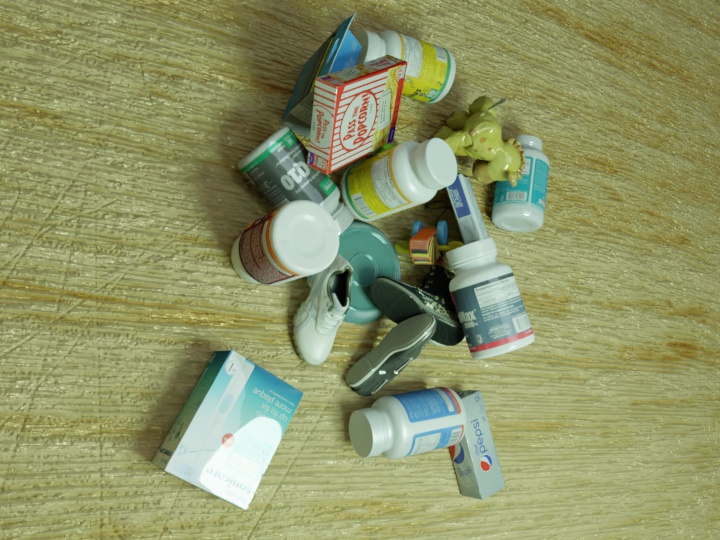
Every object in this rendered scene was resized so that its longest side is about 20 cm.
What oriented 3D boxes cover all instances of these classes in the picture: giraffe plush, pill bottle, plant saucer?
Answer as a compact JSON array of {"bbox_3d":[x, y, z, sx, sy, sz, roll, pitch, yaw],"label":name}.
[{"bbox_3d":[0.261,-0.250,1.293,0.162,0.200,0.173,48,63,-21],"label":"giraffe plush"},{"bbox_3d":[0.069,-0.166,1.139,0.113,0.200,0.113,14,69,-42],"label":"pill bottle"},{"bbox_3d":[0.355,-0.192,1.390,0.111,0.111,0.200,19,73,-28],"label":"pill bottle"},{"bbox_3d":[0.079,-0.408,1.255,0.200,0.113,0.113,6,79,-31],"label":"pill bottle"},{"bbox_3d":[0.228,0.049,1.146,0.120,0.120,0.200,-14,84,-32],"label":"pill bottle"},{"bbox_3d":[0.000,0.000,1.192,0.200,0.027,0.200,6,78,-30],"label":"plant saucer"},{"bbox_3d":[-0.129,-0.037,1.016,0.114,0.200,0.114,6,79,-31],"label":"pill bottle"},{"bbox_3d":[0.084,0.278,1.148,0.200,0.112,0.112,-2,83,-32],"label":"pill bottle"},{"bbox_3d":[-0.108,-0.141,1.097,0.200,0.113,0.113,50,61,-15],"label":"pill bottle"}]

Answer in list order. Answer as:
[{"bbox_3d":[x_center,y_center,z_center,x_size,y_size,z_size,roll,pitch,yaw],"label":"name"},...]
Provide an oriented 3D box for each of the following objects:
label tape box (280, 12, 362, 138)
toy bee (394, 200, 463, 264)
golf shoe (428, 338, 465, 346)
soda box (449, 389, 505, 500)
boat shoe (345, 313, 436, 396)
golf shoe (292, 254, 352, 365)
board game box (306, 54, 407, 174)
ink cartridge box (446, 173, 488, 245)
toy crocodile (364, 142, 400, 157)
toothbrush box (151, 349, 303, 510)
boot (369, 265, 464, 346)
[{"bbox_3d":[-0.057,-0.336,1.108,0.066,0.200,0.143,27,69,-23],"label":"label tape box"},{"bbox_3d":[0.148,-0.050,1.245,0.200,0.131,0.109,-34,125,-41],"label":"toy bee"},{"bbox_3d":[0.221,0.105,1.269,0.200,0.097,0.078,-10,89,-31],"label":"golf shoe"},{"bbox_3d":[0.218,0.341,1.247,0.068,0.063,0.200,-15,90,-33],"label":"soda box"},{"bbox_3d":[0.063,0.154,1.147,0.200,0.067,0.057,-39,125,6],"label":"boat shoe"},{"bbox_3d":[-0.060,0.071,1.082,0.078,0.097,0.200,7,96,-28],"label":"golf shoe"},{"bbox_3d":[-0.005,-0.266,1.065,0.200,0.046,0.152,-36,146,-43],"label":"board game box"},{"bbox_3d":[0.227,-0.098,1.295,0.200,0.041,0.200,-22,94,-75],"label":"ink cartridge box"},{"bbox_3d":[0.039,-0.232,1.237,0.200,0.062,0.068,30,28,-22],"label":"toy crocodile"},{"bbox_3d":[-0.206,0.246,0.993,0.146,0.085,0.200,37,67,-21],"label":"toothbrush box"},{"bbox_3d":[0.114,0.042,1.212,0.203,0.073,0.154,31,38,-13],"label":"boot"}]
